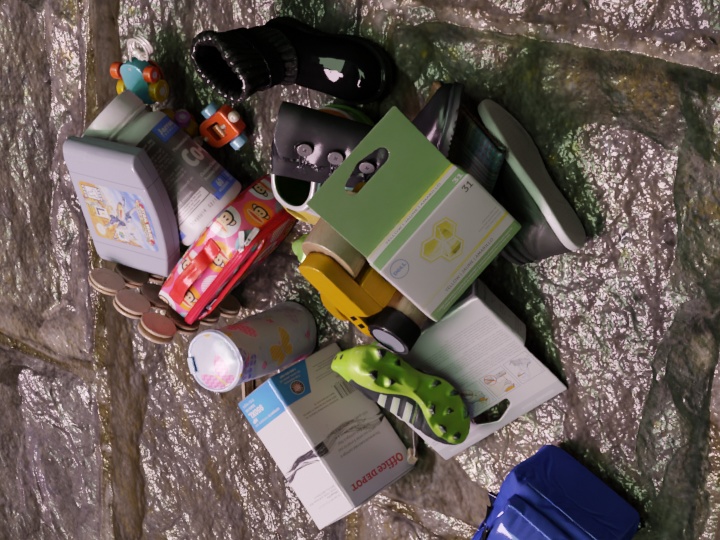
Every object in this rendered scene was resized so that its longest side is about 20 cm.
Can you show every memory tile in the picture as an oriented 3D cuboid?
[{"bbox_3d":[-0.265,0.033,1.740,0.153,0.200,0.017,38,116,18],"label":"memory tile"}]

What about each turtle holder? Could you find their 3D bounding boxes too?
[{"bbox_3d":[-0.052,-0.112,1.572,0.141,0.132,0.186,46,127,14],"label":"turtle holder"}]

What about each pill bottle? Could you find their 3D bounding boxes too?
[{"bbox_3d":[-0.265,-0.138,1.683,0.200,0.114,0.114,43,129,-9],"label":"pill bottle"}]

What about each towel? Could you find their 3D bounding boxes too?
[{"bbox_3d":[0.101,-0.102,1.488,0.147,0.022,0.200,53,141,34],"label":"towel"}]

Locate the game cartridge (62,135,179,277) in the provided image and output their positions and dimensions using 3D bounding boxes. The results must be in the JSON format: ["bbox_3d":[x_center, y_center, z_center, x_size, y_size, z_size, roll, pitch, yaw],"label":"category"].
[{"bbox_3d":[-0.304,-0.080,1.653,0.133,0.042,0.200,17,138,29],"label":"game cartridge"}]

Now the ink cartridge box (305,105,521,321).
[{"bbox_3d":[0.060,-0.058,1.367,0.146,0.200,0.048,-48,33,1],"label":"ink cartridge box"}]

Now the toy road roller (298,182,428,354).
[{"bbox_3d":[0.000,0.000,1.474,0.200,0.123,0.146,46,157,-30],"label":"toy road roller"}]

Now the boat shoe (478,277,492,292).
[{"bbox_3d":[0.069,0.040,1.578,0.200,0.068,0.072,2,107,36],"label":"boat shoe"}]

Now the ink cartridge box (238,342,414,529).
[{"bbox_3d":[-0.043,0.217,1.675,0.084,0.145,0.200,-40,81,40],"label":"ink cartridge box"}]

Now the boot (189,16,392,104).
[{"bbox_3d":[-0.084,-0.243,1.532,0.211,0.158,0.079,22,118,29],"label":"boot"}]

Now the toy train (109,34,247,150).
[{"bbox_3d":[-0.238,-0.233,1.703,0.200,0.056,0.150,45,140,-10],"label":"toy train"}]

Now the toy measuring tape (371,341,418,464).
[{"bbox_3d":[0.036,0.159,1.644,0.074,0.074,0.200,11,116,34],"label":"toy measuring tape"}]

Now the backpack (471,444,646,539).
[{"bbox_3d":[0.204,0.336,1.524,0.163,0.168,0.200,43,131,25],"label":"backpack"}]

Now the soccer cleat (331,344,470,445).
[{"bbox_3d":[0.052,0.146,1.518,0.200,0.068,0.081,38,156,-30],"label":"soccer cleat"}]

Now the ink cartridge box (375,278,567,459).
[{"bbox_3d":[0.122,0.124,1.552,0.200,0.044,0.174,-35,115,27],"label":"ink cartridge box"}]

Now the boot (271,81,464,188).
[{"bbox_3d":[0.004,-0.158,1.423,0.200,0.066,0.165,16,126,4],"label":"boot"}]

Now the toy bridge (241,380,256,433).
[{"bbox_3d":[-0.133,0.198,1.812,0.067,0.027,0.200,-24,91,41],"label":"toy bridge"}]

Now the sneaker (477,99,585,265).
[{"bbox_3d":[0.165,-0.092,1.456,0.099,0.071,0.200,-31,91,35],"label":"sneaker"}]

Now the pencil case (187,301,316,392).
[{"bbox_3d":[-0.140,0.098,1.674,0.091,0.200,0.083,6,103,28],"label":"pencil case"}]

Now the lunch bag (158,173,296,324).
[{"bbox_3d":[-0.179,-0.023,1.666,0.082,0.176,0.200,44,128,2],"label":"lunch bag"}]
